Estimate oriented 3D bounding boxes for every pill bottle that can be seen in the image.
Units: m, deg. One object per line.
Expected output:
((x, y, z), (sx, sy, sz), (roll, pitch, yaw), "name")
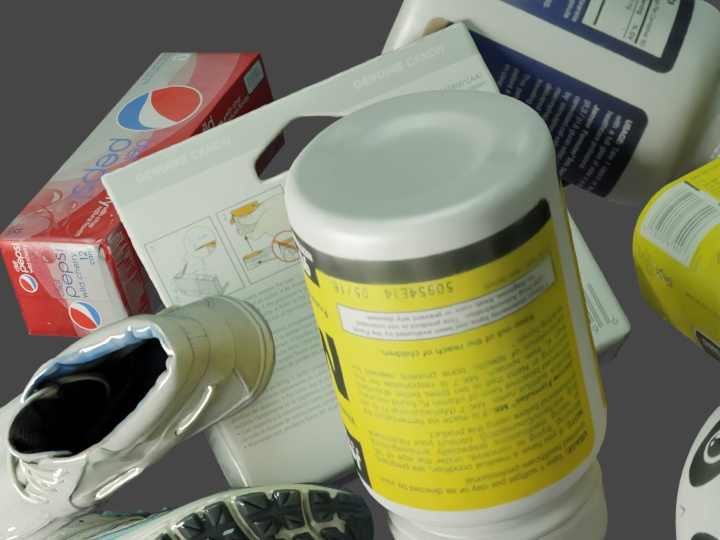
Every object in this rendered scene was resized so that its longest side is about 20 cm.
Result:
((0.043, 0.035, 1.146), (0.114, 0.201, 0.114), (-10, 31, 6), "pill bottle")
((0.115, -0.100, 1.355), (0.199, 0.111, 0.111), (24, 37, -2), "pill bottle")

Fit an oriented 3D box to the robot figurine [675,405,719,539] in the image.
((0.221, 0.097, 1.042), (0.199, 0.125, 0.150), (-2, 30, 19), "robot figurine")

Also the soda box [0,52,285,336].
((-0.117, -0.044, 1.479), (0.070, 0.064, 0.200), (2, 34, 26), "soda box")

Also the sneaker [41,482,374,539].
((-0.094, 0.127, 1.181), (0.199, 0.078, 0.086), (-18, 26, -6), "sneaker")

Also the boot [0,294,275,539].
((-0.136, 0.072, 1.203), (0.200, 0.074, 0.095), (-36, -16, 23), "boot")

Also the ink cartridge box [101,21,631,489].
((0.000, 0.000, 1.271), (0.199, 0.044, 0.174), (-24, 76, -14), "ink cartridge box")

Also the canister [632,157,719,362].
((0.231, 0.009, 1.219), (0.148, 0.087, 0.200), (-24, 31, -15), "canister")

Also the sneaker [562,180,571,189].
((0.108, -0.081, 1.450), (0.200, 0.074, 0.080), (-34, 52, -22), "sneaker")
